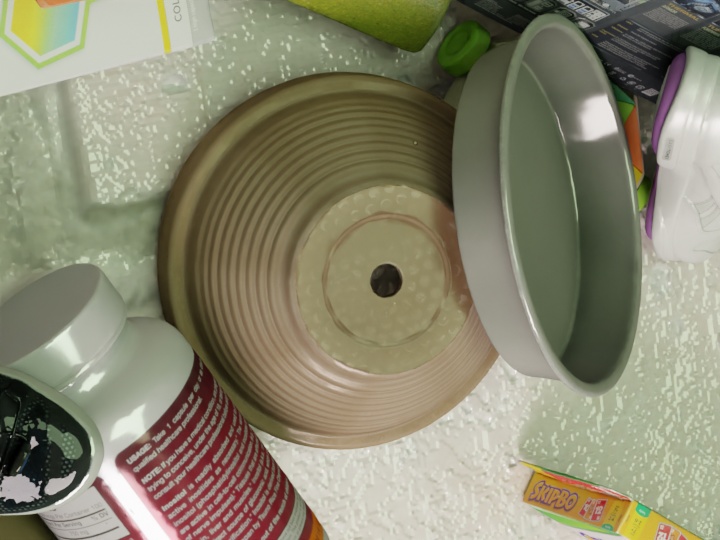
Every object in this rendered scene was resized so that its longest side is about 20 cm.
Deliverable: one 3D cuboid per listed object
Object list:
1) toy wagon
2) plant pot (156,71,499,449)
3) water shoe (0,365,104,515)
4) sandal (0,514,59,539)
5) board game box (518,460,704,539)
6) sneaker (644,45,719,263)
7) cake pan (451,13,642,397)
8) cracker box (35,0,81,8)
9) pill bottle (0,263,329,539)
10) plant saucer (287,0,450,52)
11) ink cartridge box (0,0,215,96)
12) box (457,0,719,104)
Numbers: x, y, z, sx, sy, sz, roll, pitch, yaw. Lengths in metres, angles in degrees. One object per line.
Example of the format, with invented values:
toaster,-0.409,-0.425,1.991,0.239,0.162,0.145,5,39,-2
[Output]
toy wagon,0.100,-0.073,1.511,0.155,0.039,0.201,39,76,-29
plant pot,0.000,0.000,1.402,0.199,0.093,0.202,-2,99,-15
water shoe,-0.214,0.073,1.240,0.199,0.079,0.072,18,99,-12
sandal,-0.232,0.109,1.328,0.070,0.078,0.212,-39,110,13
board game box,0.181,0.164,1.552,0.200,0.095,0.030,34,79,-29
sneaker,0.210,-0.050,1.500,0.099,0.200,0.075,13,70,10
cake pan,0.098,-0.033,1.415,0.200,0.036,0.202,27,60,-61
cracker box,-0.095,-0.229,1.271,0.058,0.133,0.201,61,23,-54
pill bottle,-0.109,0.099,1.360,0.113,0.113,0.200,-43,115,-20
plant saucer,-0.001,-0.235,1.390,0.199,0.048,0.201,18,79,-44
ink cartridge box,-0.177,-0.142,1.324,0.199,0.059,0.105,-17,104,-29
box,0.174,-0.151,1.445,0.199,0.157,0.051,22,65,-35
